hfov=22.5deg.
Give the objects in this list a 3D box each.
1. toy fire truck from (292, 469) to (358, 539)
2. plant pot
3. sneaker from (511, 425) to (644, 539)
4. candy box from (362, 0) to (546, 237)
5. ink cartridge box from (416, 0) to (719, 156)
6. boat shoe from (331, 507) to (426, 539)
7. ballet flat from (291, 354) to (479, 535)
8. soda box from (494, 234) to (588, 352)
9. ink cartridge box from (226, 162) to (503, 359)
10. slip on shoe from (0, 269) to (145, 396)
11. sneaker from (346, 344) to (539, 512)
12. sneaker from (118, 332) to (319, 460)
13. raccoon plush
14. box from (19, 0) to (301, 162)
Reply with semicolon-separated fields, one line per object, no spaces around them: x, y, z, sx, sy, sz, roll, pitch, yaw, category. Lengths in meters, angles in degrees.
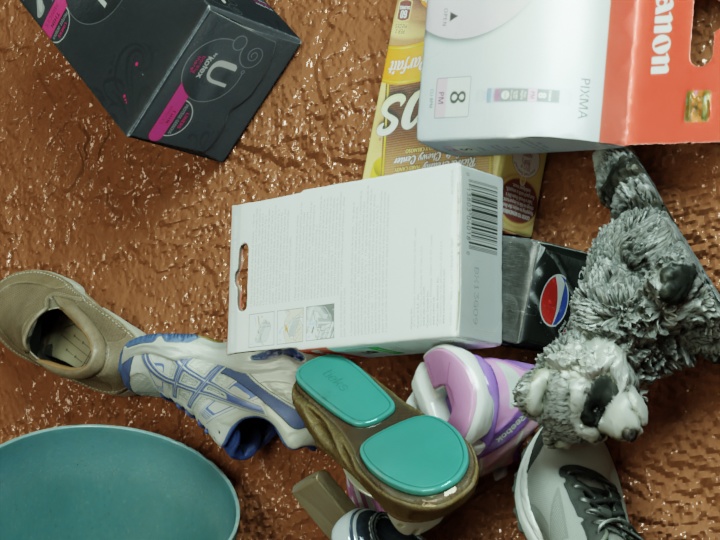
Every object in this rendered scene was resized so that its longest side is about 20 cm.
-0.015;0.249;1.178;0.175;0.128;0.201;-21;59;36;toy fire truck
-0.192;0.221;1.302;0.200;0.199;0.136;34;127;40;plant pot
0.138;0.162;1.054;0.079;0.074;0.201;-54;25;39;sneaker
0.074;-0.129;1.218;0.115;0.055;0.201;8;85;40;candy box
0.133;-0.158;1.119;0.199;0.057;0.164;-1;80;39;ink cartridge box
0.076;0.206;1.098;0.200;0.071;0.091;47;121;5;boat shoe
0.018;0.117;1.100;0.200;0.068;0.073;31;140;55;ballet flat
0.052;0.006;1.204;0.199;0.063;0.071;9;87;42;soda box
0.000;0.000;1.175;0.199;0.050;0.110;-7;76;41;ink cartridge box
-0.248;0.048;1.454;0.199;0.060;0.076;27;99;41;slip on shoe
0.058;0.116;1.170;0.200;0.088;0.081;-52;51;48;sneaker
-0.105;0.092;1.313;0.199;0.075;0.089;-4;79;41;sneaker
0.143;0.022;1.097;0.134;0.097;0.200;-32;31;12;raccoon plush
-0.159;-0.195;1.401;0.123;0.106;0.200;-55;52;18;box
